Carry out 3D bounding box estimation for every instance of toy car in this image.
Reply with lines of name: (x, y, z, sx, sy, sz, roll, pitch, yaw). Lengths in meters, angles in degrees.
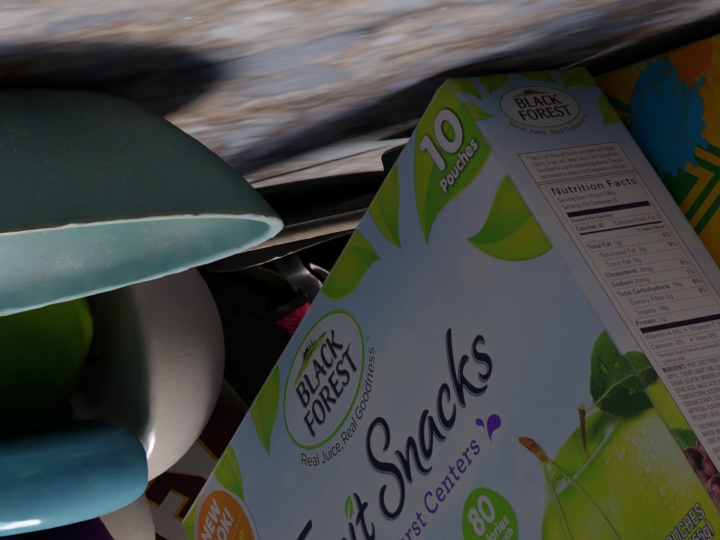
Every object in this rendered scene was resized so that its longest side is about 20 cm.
toy car: (-0.121, 0.084, 0.775, 0.175, 0.150, 0.200, -7, 138, -31)

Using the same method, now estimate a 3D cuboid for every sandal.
sandal: (0.000, 0.000, 0.933, 0.075, 0.045, 0.200, -12, 176, 12)

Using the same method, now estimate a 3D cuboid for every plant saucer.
plant saucer: (-0.118, -0.008, 0.602, 0.199, 0.036, 0.200, -10, 176, -1)

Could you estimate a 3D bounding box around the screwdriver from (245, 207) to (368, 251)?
screwdriver: (-0.066, 0.000, 0.853, 0.200, 0.028, 0.029, -9, 149, 28)

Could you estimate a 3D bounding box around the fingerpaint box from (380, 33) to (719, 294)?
fingerpaint box: (0.137, -0.025, 0.768, 0.200, 0.074, 0.167, -8, 175, -35)

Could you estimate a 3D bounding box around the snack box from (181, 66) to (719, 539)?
snack box: (0.033, 0.064, 0.717, 0.053, 0.142, 0.200, -8, 145, -34)

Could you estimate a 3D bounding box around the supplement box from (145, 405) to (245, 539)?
supplement box: (-0.033, 0.162, 0.995, 0.200, 0.133, 0.197, 15, 148, 31)

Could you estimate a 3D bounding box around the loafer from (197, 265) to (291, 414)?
loafer: (0.000, 0.057, 1.009, 0.200, 0.076, 0.068, 26, 161, 14)
